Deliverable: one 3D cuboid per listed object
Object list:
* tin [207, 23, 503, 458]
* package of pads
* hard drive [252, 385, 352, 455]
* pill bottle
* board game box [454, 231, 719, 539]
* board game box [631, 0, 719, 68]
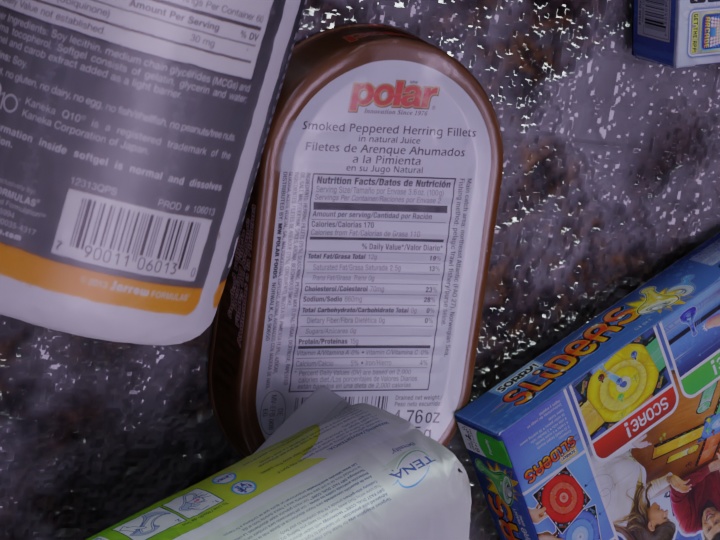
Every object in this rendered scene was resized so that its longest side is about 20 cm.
[{"bbox_3d":[0.000,0.000,0.770,0.112,0.042,0.201,0,105,-28],"label":"tin"},{"bbox_3d":[-0.032,0.162,0.685,0.154,0.068,0.201,-25,130,-37],"label":"package of pads"},{"bbox_3d":[-0.057,0.157,0.730,0.200,0.026,0.132,-45,139,-20],"label":"hard drive"},{"bbox_3d":[-0.083,-0.083,0.665,0.116,0.116,0.201,13,99,-26],"label":"pill bottle"},{"bbox_3d":[0.147,0.072,0.835,0.200,0.034,0.136,-32,116,-23],"label":"board game box"},{"bbox_3d":[0.211,-0.196,0.798,0.198,0.043,0.201,-7,108,-22],"label":"board game box"}]
